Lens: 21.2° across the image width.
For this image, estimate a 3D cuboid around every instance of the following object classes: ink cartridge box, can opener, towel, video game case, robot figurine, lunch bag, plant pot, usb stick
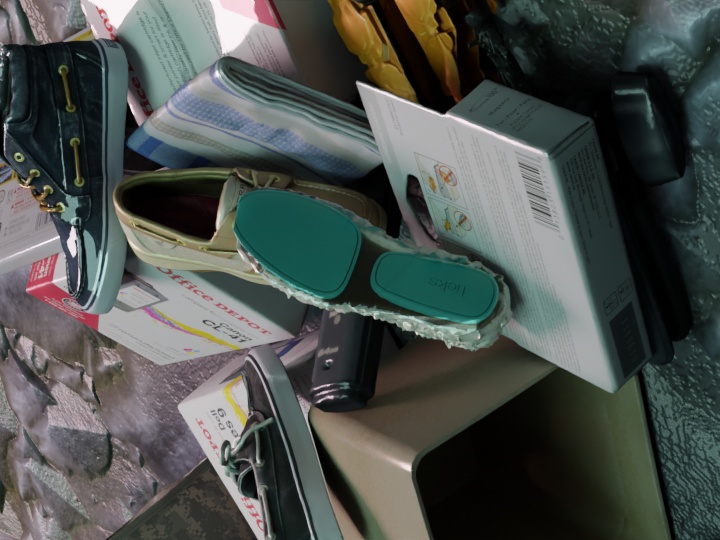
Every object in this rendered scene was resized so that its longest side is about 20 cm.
[{"bbox_3d":[-0.036,0.131,1.541,0.199,0.087,0.146,-19,103,53],"label":"ink cartridge box"},{"bbox_3d":[-0.146,-0.001,1.511,0.147,0.086,0.199,32,154,-30],"label":"ink cartridge box"},{"bbox_3d":[0.170,-0.029,1.223,0.078,0.063,0.202,8,123,43],"label":"can opener"},{"bbox_3d":[-0.068,-0.087,1.329,0.146,0.024,0.200,21,160,-20],"label":"towel"},{"bbox_3d":[-0.255,-0.094,1.555,0.199,0.023,0.184,-18,61,49],"label":"video game case"},{"bbox_3d":[0.047,-0.148,1.266,0.145,0.058,0.201,-19,103,52],"label":"robot figurine"},{"bbox_3d":[-0.155,0.283,1.690,0.164,0.200,0.118,52,142,1],"label":"lunch bag"},{"bbox_3d":[-0.092,-0.171,1.374,0.199,0.084,0.146,-10,110,49],"label":"ink cartridge box"},{"bbox_3d":[0.076,0.144,1.362,0.176,0.199,0.202,20,132,50],"label":"plant pot"},{"bbox_3d":[0.000,0.000,1.341,0.055,0.202,0.033,-12,150,42],"label":"usb stick"},{"bbox_3d":[0.093,-0.032,1.232,0.173,0.043,0.201,28,148,44],"label":"ink cartridge box"}]

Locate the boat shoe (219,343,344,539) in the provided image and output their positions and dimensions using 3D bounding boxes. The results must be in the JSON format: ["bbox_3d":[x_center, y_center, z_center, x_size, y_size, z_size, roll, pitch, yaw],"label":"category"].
[{"bbox_3d":[-0.066,0.137,1.384,0.074,0.067,0.200,79,172,-51],"label":"boat shoe"}]

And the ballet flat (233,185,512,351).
[{"bbox_3d":[0.006,0.007,1.267,0.199,0.072,0.072,23,134,16],"label":"ballet flat"}]

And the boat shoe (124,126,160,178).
[{"bbox_3d":[-0.228,-0.101,1.591,0.199,0.069,0.067,11,99,54],"label":"boat shoe"}]

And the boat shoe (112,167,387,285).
[{"bbox_3d":[-0.081,-0.035,1.333,0.198,0.075,0.066,-1,151,20],"label":"boat shoe"}]

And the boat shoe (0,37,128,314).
[{"bbox_3d":[-0.221,-0.067,1.395,0.071,0.090,0.202,19,110,62],"label":"boat shoe"}]
